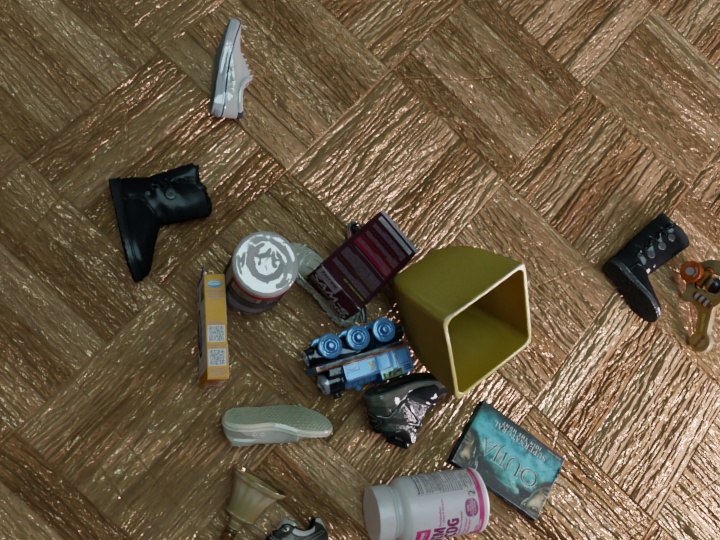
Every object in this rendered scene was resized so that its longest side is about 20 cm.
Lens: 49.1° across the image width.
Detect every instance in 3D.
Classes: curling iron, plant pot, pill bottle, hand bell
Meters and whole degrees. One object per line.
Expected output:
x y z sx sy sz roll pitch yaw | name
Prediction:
0.000 0.000 1.503 0.049 0.026 0.201 1 75 -15 | curling iron
0.168 0.069 1.435 0.194 0.200 0.196 -33 131 -22 | plant pot
0.113 0.413 1.374 0.199 0.113 0.114 -3 76 -18 | pill bottle
-0.215 0.434 1.295 0.104 0.104 0.200 30 81 -7 | hand bell
-0.179 0.013 1.350 0.110 0.200 0.111 5 74 -16 | pill bottle

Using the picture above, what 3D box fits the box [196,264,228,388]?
-0.254 0.094 1.347 0.041 0.119 0.201 2 75 -17 | box

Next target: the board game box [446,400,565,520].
0.276 0.358 1.487 0.200 0.028 0.135 36 67 -5 | board game box

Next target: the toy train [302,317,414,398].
-0.004 0.158 1.426 0.199 0.087 0.115 -15 83 -21 | toy train

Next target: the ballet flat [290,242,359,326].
-0.070 0.017 1.457 0.200 0.072 0.072 46 67 0 | ballet flat

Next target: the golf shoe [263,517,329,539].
-0.144 0.463 1.306 0.199 0.078 0.095 -2 71 -28 | golf shoe

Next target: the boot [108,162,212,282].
-0.343 -0.090 1.394 0.168 0.076 0.201 -12 72 -16 | boot

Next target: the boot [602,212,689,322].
0.635 -0.008 1.690 0.200 0.066 0.165 -36 89 -27 | boot

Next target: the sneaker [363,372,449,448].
0.097 0.252 1.441 0.199 0.076 0.115 -14 101 -37 | sneaker

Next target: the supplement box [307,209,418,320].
0.007 -0.012 1.440 0.109 0.061 0.200 50 50 -3 | supplement box

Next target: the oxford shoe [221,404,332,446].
-0.146 0.274 1.367 0.199 0.075 0.058 5 115 -24 | oxford shoe

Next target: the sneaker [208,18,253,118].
-0.244 -0.384 1.520 0.071 0.073 0.201 11 81 -24 | sneaker

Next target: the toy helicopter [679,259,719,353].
0.746 0.077 1.671 0.079 0.132 0.201 11 89 -48 | toy helicopter
